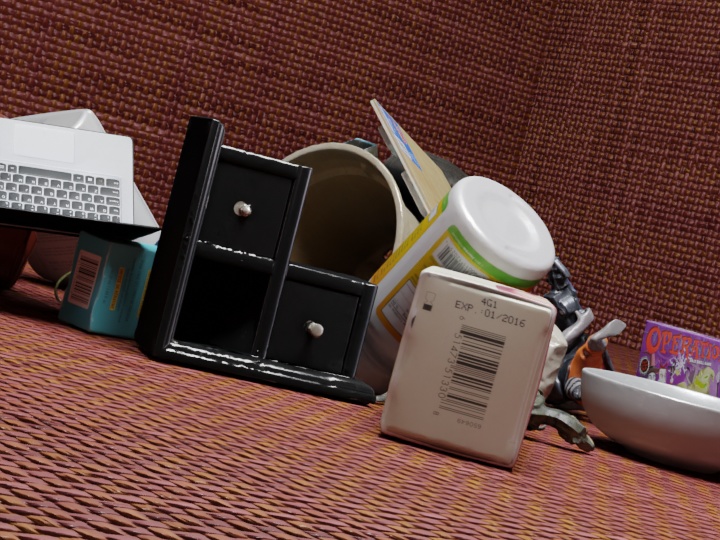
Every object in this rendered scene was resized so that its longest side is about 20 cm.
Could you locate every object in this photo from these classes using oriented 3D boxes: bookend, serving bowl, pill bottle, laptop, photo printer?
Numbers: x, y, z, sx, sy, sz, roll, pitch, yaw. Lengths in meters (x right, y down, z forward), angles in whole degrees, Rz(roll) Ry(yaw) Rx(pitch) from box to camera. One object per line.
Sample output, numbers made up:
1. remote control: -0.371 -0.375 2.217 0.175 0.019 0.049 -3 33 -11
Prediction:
1. bookend: -0.068 -0.008 1.539 0.199 0.200 0.092 15 1 -19
2. serving bowl: 0.298 0.148 1.704 0.199 0.066 0.200 13 2 -1
3. pill bottle: 0.070 0.021 1.613 0.111 0.200 0.111 29 34 -21
4. laptop: -0.280 -0.091 1.607 0.186 0.201 0.116 8 -40 -18
5. photo printer: -0.303 -0.068 1.899 0.166 0.070 0.201 -4 -54 37

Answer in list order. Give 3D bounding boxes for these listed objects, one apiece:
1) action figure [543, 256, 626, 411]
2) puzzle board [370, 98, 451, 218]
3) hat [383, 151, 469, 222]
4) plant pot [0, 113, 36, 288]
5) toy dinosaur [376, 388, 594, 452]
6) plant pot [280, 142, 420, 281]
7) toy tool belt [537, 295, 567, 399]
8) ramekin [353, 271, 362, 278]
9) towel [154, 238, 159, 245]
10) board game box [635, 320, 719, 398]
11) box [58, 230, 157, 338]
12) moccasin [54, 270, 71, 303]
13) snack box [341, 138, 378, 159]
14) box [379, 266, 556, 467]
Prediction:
1. action figure: 0.219 0.088 1.932 0.104 0.201 0.193 -28 9 -18
2. puzzle board: 0.077 -0.073 1.873 0.151 0.017 0.200 42 16 -47
3. hat: 0.080 -0.043 1.994 0.200 0.081 0.201 32 29 -21
4. plant pot: -0.398 -0.086 1.750 0.194 0.202 0.201 22 1 -5
5. toy dinosaur: 0.112 0.116 1.619 0.199 0.048 0.088 11 9 -2
6. plant pot: 0.000 0.000 1.805 0.200 0.201 0.183 15 -9 36
7. toy tool belt: 0.134 0.074 1.834 0.122 0.125 0.200 22 1 -2
8. ramekin: 0.006 0.043 2.005 0.199 0.106 0.200 14 2 -1
9. towel: -0.169 -0.012 1.912 0.048 0.112 0.200 39 -1 15
10. board game box: 0.349 0.126 1.887 0.032 0.121 0.200 13 2 -25
11. box: -0.171 0.023 1.632 0.049 0.083 0.200 18 5 43
12. moccasin: -0.246 0.010 1.736 0.077 0.074 0.201 22 10 -13
13. snack box: -0.060 -0.053 1.884 0.200 0.117 0.037 -24 31 -39
14. box: 0.086 0.072 1.436 0.108 0.129 0.200 15 2 4
